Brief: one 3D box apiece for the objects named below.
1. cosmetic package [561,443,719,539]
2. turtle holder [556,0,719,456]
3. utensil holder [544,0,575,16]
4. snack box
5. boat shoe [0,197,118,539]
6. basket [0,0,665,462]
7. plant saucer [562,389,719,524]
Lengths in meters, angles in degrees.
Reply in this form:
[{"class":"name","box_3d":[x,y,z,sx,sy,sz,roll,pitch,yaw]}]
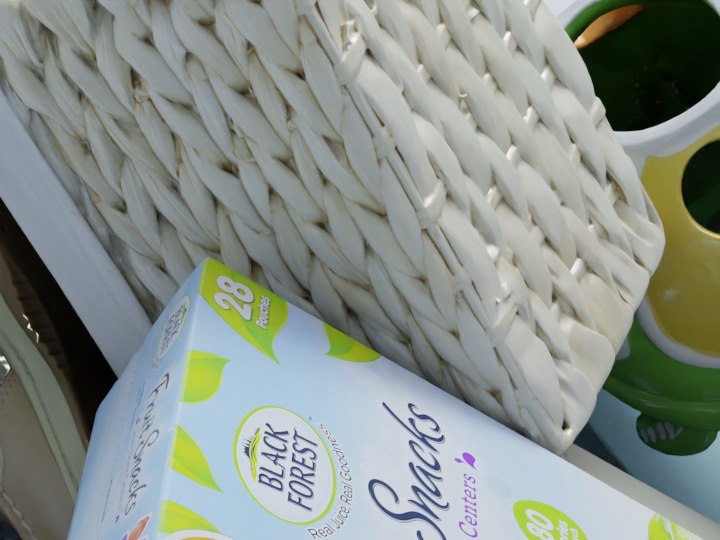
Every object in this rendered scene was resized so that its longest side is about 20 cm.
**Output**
[{"class":"cosmetic package","box_3d":[0.092,0.134,0.881,0.200,0.104,0.073,28,19,-11]},{"class":"turtle holder","box_3d":[0.115,-0.016,0.933,0.132,0.141,0.186,57,26,-44]},{"class":"utensil holder","box_3d":[0.080,-0.066,1.295,0.170,0.170,0.200,11,25,-50]},{"class":"snack box","box_3d":[0.022,0.104,0.721,0.200,0.068,0.169,29,26,-13]},{"class":"boat shoe","box_3d":[-0.106,0.043,0.845,0.200,0.065,0.072,60,13,18]},{"class":"basket","box_3d":[-0.011,-0.037,0.829,0.200,0.123,0.136,60,34,-23]},{"class":"plant saucer","box_3d":[0.122,0.057,1.043,0.200,0.027,0.200,36,26,-21]}]
